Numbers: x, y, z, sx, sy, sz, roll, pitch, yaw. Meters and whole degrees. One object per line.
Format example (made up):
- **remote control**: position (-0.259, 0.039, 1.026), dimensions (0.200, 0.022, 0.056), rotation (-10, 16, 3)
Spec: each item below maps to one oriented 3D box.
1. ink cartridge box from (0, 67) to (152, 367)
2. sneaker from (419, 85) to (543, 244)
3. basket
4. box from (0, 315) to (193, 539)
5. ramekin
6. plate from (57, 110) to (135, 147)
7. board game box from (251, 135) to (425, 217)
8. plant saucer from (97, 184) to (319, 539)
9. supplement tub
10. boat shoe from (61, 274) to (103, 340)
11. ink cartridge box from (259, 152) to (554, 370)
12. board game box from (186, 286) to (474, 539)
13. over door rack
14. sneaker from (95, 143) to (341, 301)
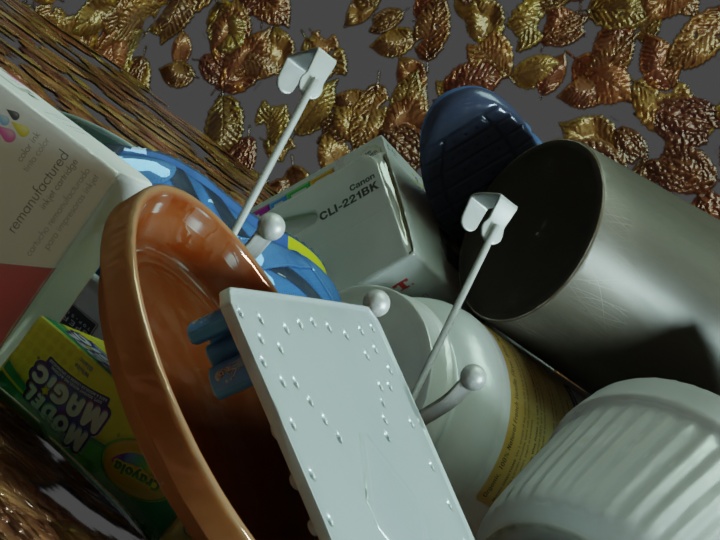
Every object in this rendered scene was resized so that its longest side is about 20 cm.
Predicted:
- **ink cartridge box**: position (-0.211, -0.053, 1.138), dimensions (0.200, 0.117, 0.067), rotation (36, 4, 10)
- **sneaker**: position (0.080, -0.055, 1.476), dimensions (0.200, 0.074, 0.083), rotation (55, 14, -52)
- **basket**: position (0.164, 0.019, 1.418), dimensions (0.199, 0.136, 0.181), rotation (30, 15, -34)
- **box**: position (-0.088, 0.083, 1.127), dimensions (0.117, 0.048, 0.200), rotation (39, 6, 24)
- **ramekin**: position (0.145, 0.165, 1.227), dimensions (0.200, 0.105, 0.201), rotation (30, -42, 32)
- **plate**: position (-0.140, -0.006, 1.359), dimensions (0.199, 0.026, 0.201), rotation (28, -33, 20)
- **board game box**: position (0.008, 0.009, 1.551), dimensions (0.200, 0.134, 0.034), rotation (45, 23, -47)
- **plant saucer**: position (-0.054, 0.060, 1.042), dimensions (0.201, 0.032, 0.201), rotation (56, 17, -25)
- **supplement tub**: position (0.048, 0.102, 1.397), dimensions (0.200, 0.145, 0.144), rotation (33, 4, -45)
- **boat shoe**: position (-0.150, 0.001, 1.290), dimensions (0.200, 0.072, 0.068), rotation (40, 19, 13)
- **ink cartridge box**: position (0.010, 0.037, 1.489), dimensions (0.200, 0.144, 0.084), rotation (43, 23, -47)
- **board game box**: position (0.005, 0.107, 1.055), dimensions (0.201, 0.026, 0.200), rotation (66, 14, 10)
- **over door rack**: position (0.000, 0.000, 1.224), dimensions (0.147, 0.201, 0.066), rotation (37, -34, -25)
- **sneaker**: position (-0.080, 0.003, 1.233), dimensions (0.200, 0.066, 0.079), rotation (29, 28, -37)
